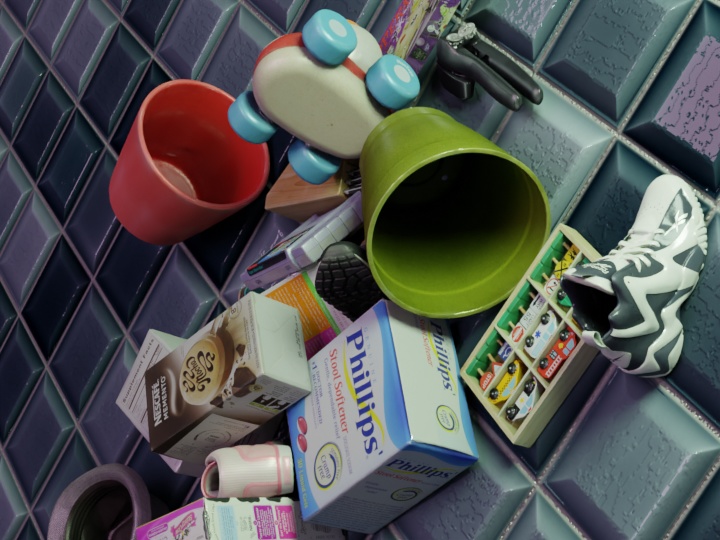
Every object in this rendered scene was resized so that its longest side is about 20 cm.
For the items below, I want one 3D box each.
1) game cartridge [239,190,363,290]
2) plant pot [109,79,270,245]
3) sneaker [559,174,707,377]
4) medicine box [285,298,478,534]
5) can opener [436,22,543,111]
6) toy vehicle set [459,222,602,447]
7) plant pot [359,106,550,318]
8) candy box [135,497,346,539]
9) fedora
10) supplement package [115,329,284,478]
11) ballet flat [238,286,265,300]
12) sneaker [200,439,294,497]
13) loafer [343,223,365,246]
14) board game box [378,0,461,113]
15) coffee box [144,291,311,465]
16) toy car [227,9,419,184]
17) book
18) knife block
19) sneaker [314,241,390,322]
[{"bbox_3d":[-0.064,-0.036,1.800,0.038,0.130,0.200,57,152,-5],"label":"game cartridge"},{"bbox_3d":[-0.250,-0.135,2.060,0.177,0.200,0.201,-39,46,49],"label":"plant pot"},{"bbox_3d":[0.253,-0.007,1.411,0.079,0.129,0.200,9,81,51],"label":"sneaker"},{"bbox_3d":[0.018,0.163,1.644,0.200,0.103,0.183,-42,45,38],"label":"medicine box"},{"bbox_3d":[0.149,-0.228,1.702,0.063,0.079,0.200,-29,33,-16],"label":"can opener"},{"bbox_3d":[0.191,0.067,1.540,0.200,0.026,0.124,-58,39,16],"label":"toy vehicle set"},{"bbox_3d":[0.082,-0.082,1.628,0.201,0.200,0.193,-56,27,18],"label":"plant pot"},{"bbox_3d":[-0.135,0.303,1.697,0.136,0.200,0.061,-29,65,41],"label":"candy box"},{"bbox_3d":[-0.327,0.355,2.008,0.200,0.090,0.177,-27,56,35],"label":"fedora"},{"bbox_3d":[-0.210,0.177,1.918,0.200,0.117,0.118,37,104,52],"label":"supplement package"},{"bbox_3d":[-0.120,0.098,1.883,0.067,0.068,0.200,-58,38,21],"label":"ballet flat"},{"bbox_3d":[-0.138,0.240,1.749,0.200,0.104,0.076,128,135,-78],"label":"sneaker"},{"bbox_3d":[-0.024,-0.012,1.801,0.200,0.063,0.072,-34,51,38],"label":"loafer"},{"bbox_3d":[0.069,-0.299,1.802,0.200,0.032,0.120,-59,19,31],"label":"board game box"},{"bbox_3d":[-0.157,0.128,1.724,0.200,0.080,0.113,-36,49,31],"label":"coffee box"},{"bbox_3d":[-0.038,-0.244,1.775,0.184,0.177,0.200,-42,26,35],"label":"toy car"},{"bbox_3d":[-0.085,0.086,1.776,0.200,0.048,0.134,-30,86,25],"label":"book"},{"bbox_3d":[-0.020,-0.101,1.845,0.200,0.064,0.176,-52,40,22],"label":"knife block"},{"bbox_3d":[0.000,0.000,1.664,0.075,0.200,0.088,-7,63,16],"label":"sneaker"}]
